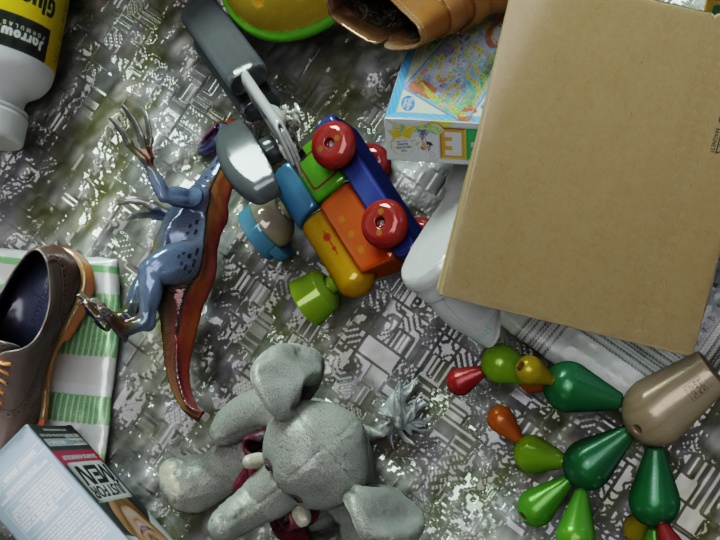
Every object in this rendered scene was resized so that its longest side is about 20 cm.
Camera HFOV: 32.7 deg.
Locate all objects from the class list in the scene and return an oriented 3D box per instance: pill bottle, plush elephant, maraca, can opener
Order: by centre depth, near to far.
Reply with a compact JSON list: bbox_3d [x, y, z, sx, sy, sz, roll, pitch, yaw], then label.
[{"bbox_3d":[-0.041,0.139,0.820,0.199,0.155,0.165,-40,75,3],"label":"plush elephant"},{"bbox_3d":[-0.091,-0.130,0.881,0.066,0.053,0.201,-26,47,-4],"label":"can opener"},{"bbox_3d":[-0.024,-0.257,0.907,0.200,0.107,0.137,-44,68,8],"label":"maraca"},{"bbox_3d":[-0.285,-0.202,0.951,0.111,0.112,0.203,7,82,12],"label":"pill bottle"}]

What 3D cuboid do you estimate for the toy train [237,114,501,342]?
[{"bbox_3d":[0.000,0.000,0.873,0.115,0.084,0.201,-37,70,14],"label":"toy train"}]

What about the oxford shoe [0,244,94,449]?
[{"bbox_3d":[-0.264,0.073,0.897,0.071,0.073,0.202,19,86,11],"label":"oxford shoe"}]

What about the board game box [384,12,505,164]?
[{"bbox_3d":[0.100,-0.145,0.843,0.133,0.035,0.201,5,42,12],"label":"board game box"}]

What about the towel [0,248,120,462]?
[{"bbox_3d":[-0.262,0.085,0.943,0.150,0.023,0.203,4,81,11],"label":"towel"}]

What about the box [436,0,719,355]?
[{"bbox_3d":[0.147,-0.064,0.738,0.161,0.021,0.203,13,98,1],"label":"box"}]

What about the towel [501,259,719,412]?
[{"bbox_3d":[0.186,-0.016,0.865,0.199,0.035,0.193,38,90,15],"label":"towel"}]

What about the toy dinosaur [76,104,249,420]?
[{"bbox_3d":[-0.127,-0.024,0.907,0.181,0.105,0.200,-42,96,-17],"label":"toy dinosaur"}]

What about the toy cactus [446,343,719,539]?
[{"bbox_3d":[0.163,0.112,0.807,0.165,0.102,0.201,-40,74,16],"label":"toy cactus"}]

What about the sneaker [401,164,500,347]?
[{"bbox_3d":[0.102,-0.036,0.839,0.088,0.075,0.201,45,58,-19],"label":"sneaker"}]

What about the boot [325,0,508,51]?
[{"bbox_3d":[0.088,-0.192,0.804,0.199,0.077,0.155,23,42,36],"label":"boot"}]

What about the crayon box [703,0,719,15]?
[{"bbox_3d":[0.283,-0.156,0.783,0.124,0.200,0.052,17,84,13],"label":"crayon box"}]

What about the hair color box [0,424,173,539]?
[{"bbox_3d":[-0.172,0.200,0.855,0.061,0.099,0.200,-43,82,-1],"label":"hair color box"}]
